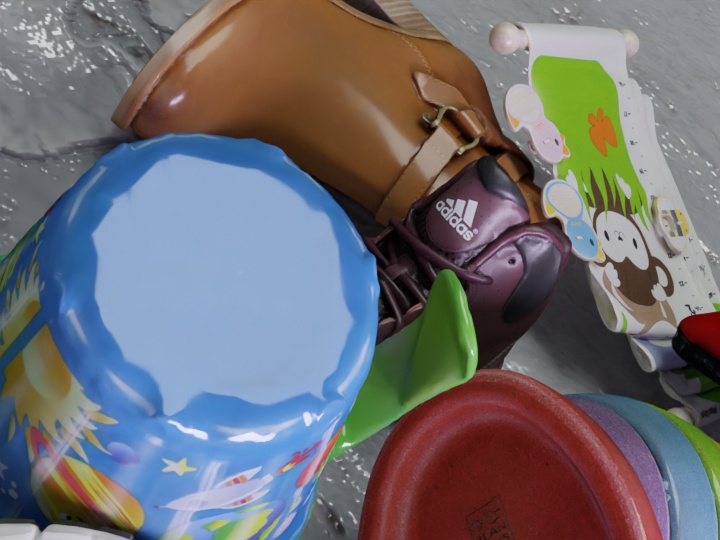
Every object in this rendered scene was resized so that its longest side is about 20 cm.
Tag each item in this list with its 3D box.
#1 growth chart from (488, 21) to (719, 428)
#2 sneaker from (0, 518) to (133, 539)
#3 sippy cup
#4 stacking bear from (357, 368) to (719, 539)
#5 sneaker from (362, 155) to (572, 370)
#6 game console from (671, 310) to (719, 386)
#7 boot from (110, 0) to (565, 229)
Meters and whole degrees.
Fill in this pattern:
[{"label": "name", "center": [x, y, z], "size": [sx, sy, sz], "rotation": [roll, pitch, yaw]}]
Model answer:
[{"label": "growth chart", "center": [0.122, -0.021, 0.939], "size": [0.145, 0.018, 0.201], "rotation": [-23, 89, -58]}, {"label": "sneaker", "center": [-0.119, 0.117, 0.575], "size": [0.199, 0.079, 0.089], "rotation": [11, 49, -23]}, {"label": "sippy cup", "center": [-0.059, 0.028, 0.636], "size": [0.140, 0.130, 0.178], "rotation": [43, 58, 3]}, {"label": "stacking bear", "center": [0.104, 0.106, 0.769], "size": [0.200, 0.121, 0.114], "rotation": [17, 46, -45]}, {"label": "sneaker", "center": [0.000, 0.000, 0.773], "size": [0.199, 0.116, 0.076], "rotation": [-4, 53, -46]}, {"label": "game console", "center": [0.232, 0.102, 0.937], "size": [0.200, 0.119, 0.172], "rotation": [-4, 32, -47]}, {"label": "boot", "center": [0.003, -0.049, 0.876], "size": [0.155, 0.074, 0.200], "rotation": [51, 38, 10]}]
